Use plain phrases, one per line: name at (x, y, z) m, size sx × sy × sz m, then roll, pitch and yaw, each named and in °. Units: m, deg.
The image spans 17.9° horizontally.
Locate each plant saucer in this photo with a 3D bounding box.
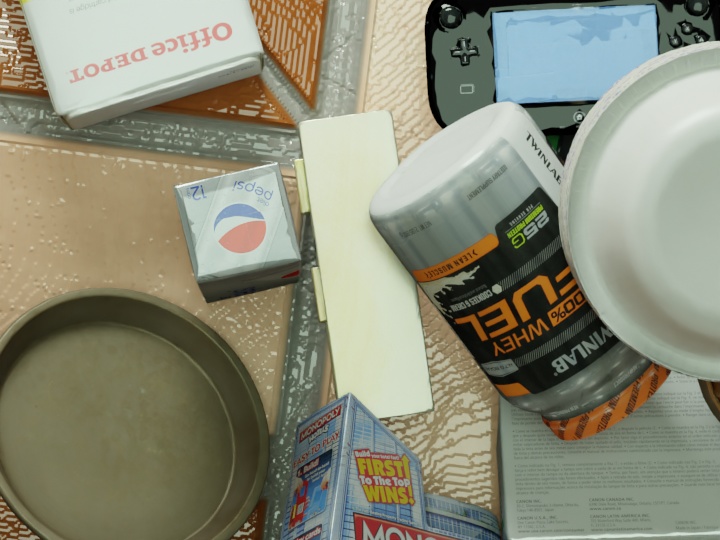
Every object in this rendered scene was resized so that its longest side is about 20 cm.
plant saucer at (-0.156, 0.106, 1.494) m, size 0.200 × 0.029 × 0.200 m, roll 11°, pitch 59°, yaw -19°

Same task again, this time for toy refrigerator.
toy refrigerator at (0.000, 0.000, 1.524) m, size 0.070 × 0.076 × 0.201 m, roll -8°, pitch 87°, yaw -2°

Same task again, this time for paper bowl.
paper bowl at (0.220, -0.034, 1.347) m, size 0.200 × 0.104 × 0.201 m, roll 0°, pitch 97°, yaw 1°

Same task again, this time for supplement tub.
supplement tub at (0.107, 0.003, 1.458) m, size 0.122 × 0.123 × 0.200 m, roll -39°, pitch 104°, yaw -3°

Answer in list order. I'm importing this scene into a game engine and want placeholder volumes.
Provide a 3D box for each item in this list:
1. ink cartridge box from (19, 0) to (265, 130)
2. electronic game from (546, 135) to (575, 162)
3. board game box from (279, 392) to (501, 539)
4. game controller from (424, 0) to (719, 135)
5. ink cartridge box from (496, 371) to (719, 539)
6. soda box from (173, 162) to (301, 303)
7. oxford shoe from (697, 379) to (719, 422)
ink cartridge box at (-0.160, -0.209, 1.530) m, size 0.145 × 0.083 × 0.200 m, roll -17°, pitch 87°, yaw -2°
electronic game at (0.201, -0.068, 1.544) m, size 0.199 × 0.042 × 0.201 m, roll 0°, pitch 82°, yaw -2°
board game box at (0.023, 0.188, 1.452) m, size 0.200 × 0.062 × 0.200 m, roll 17°, pitch 55°, yaw -36°
game controller at (0.143, -0.142, 1.521) m, size 0.199 × 0.042 × 0.105 m, roll -3°, pitch 75°, yaw 2°
ink cartridge box at (0.171, 0.092, 1.545) m, size 0.161 × 0.050 × 0.200 m, roll -1°, pitch 67°, yaw -2°
soda box at (-0.076, -0.021, 1.460) m, size 0.068 × 0.200 × 0.064 m, roll -13°, pitch 86°, yaw -4°
oxford shoe at (0.252, 0.052, 1.478) m, size 0.071 × 0.200 × 0.071 m, roll -18°, pitch 49°, yaw 23°
